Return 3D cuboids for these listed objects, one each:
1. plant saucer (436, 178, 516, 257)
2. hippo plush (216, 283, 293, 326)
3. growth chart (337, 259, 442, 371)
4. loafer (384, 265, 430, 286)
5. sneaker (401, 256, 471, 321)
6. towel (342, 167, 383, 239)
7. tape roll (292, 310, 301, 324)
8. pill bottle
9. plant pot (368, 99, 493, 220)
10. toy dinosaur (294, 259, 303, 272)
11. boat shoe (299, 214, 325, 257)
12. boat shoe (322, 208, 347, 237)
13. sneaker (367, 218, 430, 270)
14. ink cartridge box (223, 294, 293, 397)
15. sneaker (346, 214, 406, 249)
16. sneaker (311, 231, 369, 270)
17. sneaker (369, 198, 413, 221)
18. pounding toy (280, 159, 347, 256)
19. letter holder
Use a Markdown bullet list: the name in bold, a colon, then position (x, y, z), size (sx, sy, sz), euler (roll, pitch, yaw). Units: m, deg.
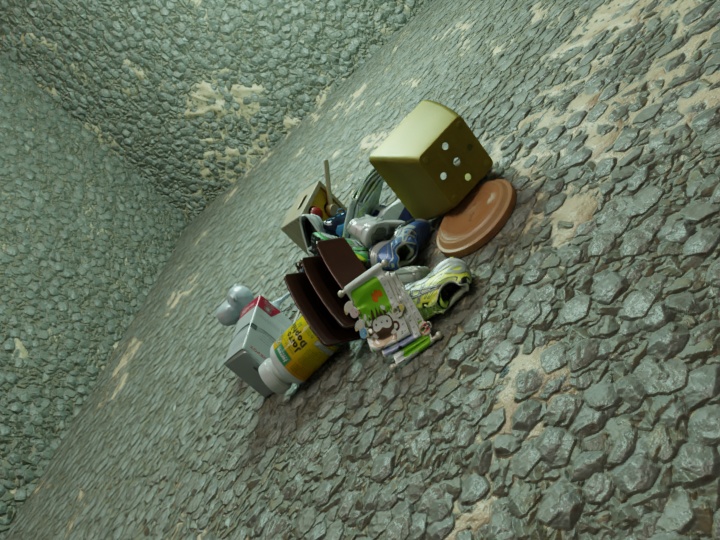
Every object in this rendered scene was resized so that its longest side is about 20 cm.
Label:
- **plant saucer**: position (0.235, -0.114, 1.336), size (0.199, 0.032, 0.202), euler (-40, 25, 22)
- **hippo plush**: position (-0.305, 0.123, 1.757), size (0.201, 0.160, 0.160), euler (-49, 22, 9)
- **growth chart**: position (0.048, 0.086, 1.211), size (0.144, 0.202, 0.018), euler (-42, -19, 21)
- **loafer**: position (0.075, 0.036, 1.334), size (0.199, 0.068, 0.072), euler (-14, 75, 60)
- **sneaker**: position (0.125, 0.056, 1.209), size (0.200, 0.075, 0.077), euler (-43, 22, 16)
- **towel**: position (0.001, -0.147, 1.655), size (0.172, 0.047, 0.203), euler (-58, -15, -45)
- **tape roll**: position (-0.124, 0.085, 1.572), size (0.203, 0.036, 0.207), euler (-155, 89, -84)
- **pill bottle**: position (-0.133, 0.179, 1.433), size (0.200, 0.113, 0.113), euler (-44, 23, 10)
- **plant pot**: position (0.170, -0.238, 1.404), size (0.200, 0.201, 0.176), euler (-45, 20, -7)
- **toy dinosaur**: position (-0.094, -0.008, 1.760), size (0.180, 0.103, 0.206), euler (7, 91, 53)
- **boat shoe**: position (-0.112, -0.053, 1.676), size (0.073, 0.203, 0.065), euler (-32, -15, 23)
- **boat shoe**: position (-0.050, -0.132, 1.735), size (0.200, 0.067, 0.086), euler (-4, -69, -79)
- **sneaker**: position (0.101, -0.050, 1.401), size (0.076, 0.077, 0.199), euler (12, 38, 39)
- **ink cartridge box**: position (-0.240, 0.185, 1.574), size (0.083, 0.145, 0.202), euler (-34, 26, 27)
- **sneaker**: position (0.042, -0.094, 1.459), size (0.098, 0.198, 0.080), euler (29, 102, 32)
- **sneaker**: position (-0.034, -0.039, 1.471), size (0.197, 0.080, 0.085), euler (26, 43, 28)
- **sneaker**: position (0.071, -0.137, 1.607), size (0.198, 0.080, 0.116), euler (-38, 27, 28)
- **pounding toy**: position (-0.113, -0.172, 1.862), size (0.141, 0.184, 0.203), euler (-24, 32, 43)
- **letter holder**: position (-0.057, 0.041, 1.330), size (0.201, 0.140, 0.102), euler (55, 136, 31)
